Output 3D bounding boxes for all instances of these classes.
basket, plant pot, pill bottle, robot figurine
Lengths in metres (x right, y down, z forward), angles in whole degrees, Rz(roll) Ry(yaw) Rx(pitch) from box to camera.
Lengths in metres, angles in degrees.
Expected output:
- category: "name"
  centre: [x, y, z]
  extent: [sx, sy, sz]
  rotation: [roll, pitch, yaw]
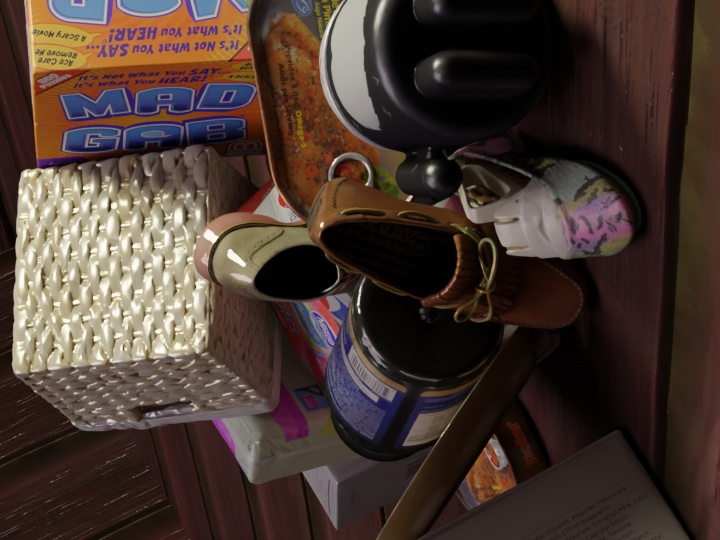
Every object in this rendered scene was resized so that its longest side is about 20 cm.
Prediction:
- category: "basket"
  centre: [-0.181, 0.018, 1.760]
  extent: [0.161, 0.197, 0.201]
  rotation: [43, -137, -64]
- category: "plant pot"
  centre: [0.073, 0.127, 1.492]
  extent: [0.027, 0.200, 0.200]
  rotation: [34, 160, 7]
- category: "pill bottle"
  centre: [0.033, 0.069, 1.537]
  extent: [0.112, 0.111, 0.200]
  rotation: [60, 159, 17]
- category: "robot figurine"
  centre: [0.045, -0.138, 1.326]
  extent: [0.125, 0.151, 0.200]
  rotation: [39, 169, -14]

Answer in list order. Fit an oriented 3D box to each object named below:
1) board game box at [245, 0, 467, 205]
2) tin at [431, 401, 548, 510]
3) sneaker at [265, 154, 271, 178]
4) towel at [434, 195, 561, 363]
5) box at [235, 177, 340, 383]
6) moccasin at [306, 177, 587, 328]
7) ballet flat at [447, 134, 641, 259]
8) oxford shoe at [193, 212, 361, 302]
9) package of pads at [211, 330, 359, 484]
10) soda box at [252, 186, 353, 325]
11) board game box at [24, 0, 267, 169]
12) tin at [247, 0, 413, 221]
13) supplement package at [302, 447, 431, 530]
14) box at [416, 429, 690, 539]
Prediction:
- category: "board game box"
  centre: [0.006, -0.135, 1.515]
  extent: [0.201, 0.104, 0.023]
  rotation: [63, 169, 9]
- category: "tin"
  centre: [0.106, 0.151, 1.760]
  extent: [0.112, 0.042, 0.200]
  rotation: [61, 165, 0]
- category: "sneaker"
  centre: [-0.036, -0.101, 1.767]
  extent: [0.085, 0.072, 0.201]
  rotation: [57, 162, 37]
- category: "towel"
  centre: [0.086, -0.014, 1.588]
  extent: [0.201, 0.030, 0.146]
  rotation: [60, 165, 7]
- category: "box"
  centre: [-0.014, 0.011, 1.741]
  extent: [0.102, 0.095, 0.201]
  rotation: [26, 151, 41]
- category: "moccasin"
  centre: [0.061, -0.006, 1.405]
  extent: [0.074, 0.200, 0.078]
  rotation: [-60, 16, 21]
- category: "ballet flat"
  centre: [0.109, -0.044, 1.367]
  extent: [0.200, 0.071, 0.070]
  rotation: [33, 141, 62]
- category: "oxford shoe"
  centre: [-0.022, -0.003, 1.510]
  extent: [0.074, 0.199, 0.071]
  rotation: [33, 121, 45]
- category: "package of pads"
  centre: [-0.043, 0.101, 1.867]
  extent: [0.155, 0.199, 0.068]
  rotation: [53, 142, 40]
- category: "soda box"
  centre: [0.000, 0.000, 1.629]
  extent: [0.063, 0.068, 0.200]
  rotation: [22, 159, 44]
- category: "board game box"
  centre: [-0.176, -0.217, 1.707]
  extent: [0.200, 0.198, 0.201]
  rotation: [112, 153, -69]
- category: "tin"
  centre: [-0.013, -0.126, 1.452]
  extent: [0.042, 0.111, 0.201]
  rotation: [-20, -79, -78]
- category: "supplement package"
  centre: [-0.025, 0.128, 2.024]
  extent: [0.201, 0.109, 0.114]
  rotation: [57, 164, 25]
- category: "box"
  centre: [0.126, 0.244, 1.522]
  extent: [0.131, 0.199, 0.199]
  rotation: [58, 164, 18]
